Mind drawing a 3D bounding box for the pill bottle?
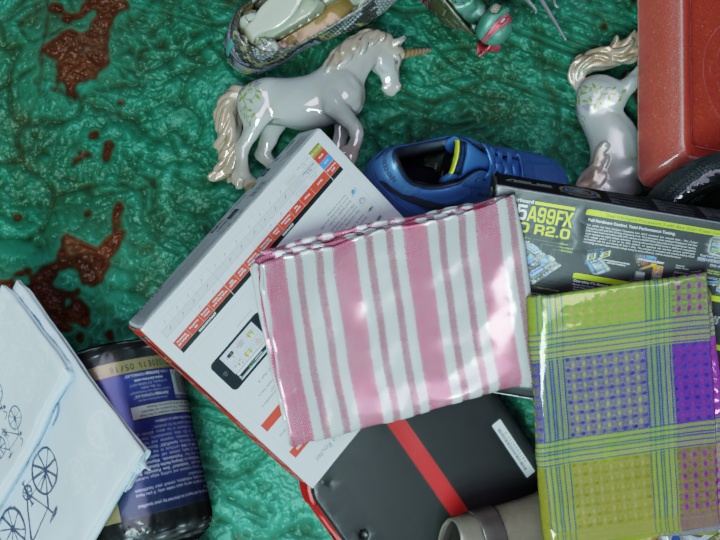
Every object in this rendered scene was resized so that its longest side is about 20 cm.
[{"bbox_3d":[-0.180,0.163,0.887,0.111,0.112,0.202,-14,80,-3],"label":"pill bottle"}]

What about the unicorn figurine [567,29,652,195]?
[{"bbox_3d":[0.230,-0.105,0.968,0.136,0.074,0.202,-14,64,-2],"label":"unicorn figurine"}]

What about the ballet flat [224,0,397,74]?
[{"bbox_3d":[-0.032,-0.240,0.985,0.199,0.072,0.072,-32,81,-6],"label":"ballet flat"}]

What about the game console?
[{"bbox_3d":[0.065,0.187,0.905,0.176,0.031,0.201,-37,99,-12],"label":"game console"}]

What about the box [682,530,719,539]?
[{"bbox_3d":[0.326,0.142,0.933,0.198,0.038,0.138,-15,80,-3],"label":"box"}]

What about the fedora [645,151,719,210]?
[{"bbox_3d":[0.298,-0.004,0.901,0.198,0.092,0.203,1,107,4],"label":"fedora"}]

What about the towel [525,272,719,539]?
[{"bbox_3d":[0.194,0.108,0.817,0.142,0.023,0.202,-8,99,-2],"label":"towel"}]

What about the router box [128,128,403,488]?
[{"bbox_3d":[-0.042,0.028,0.845,0.180,0.049,0.200,46,75,-17],"label":"router box"}]

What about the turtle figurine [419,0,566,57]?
[{"bbox_3d":[0.090,-0.263,0.960,0.101,0.150,0.200,-41,80,8],"label":"turtle figurine"}]

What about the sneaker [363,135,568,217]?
[{"bbox_3d":[0.098,-0.076,0.927,0.198,0.078,0.067,-2,69,-24],"label":"sneaker"}]

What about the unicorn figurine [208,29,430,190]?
[{"bbox_3d":[-0.035,-0.135,0.955,0.197,0.074,0.139,-1,78,1],"label":"unicorn figurine"}]

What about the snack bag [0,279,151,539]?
[{"bbox_3d":[-0.256,0.142,0.862,0.200,0.021,0.189,45,115,27],"label":"snack bag"}]

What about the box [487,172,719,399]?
[{"bbox_3d":[0.183,0.023,0.845,0.198,0.044,0.162,9,106,1],"label":"box"}]

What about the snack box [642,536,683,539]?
[{"bbox_3d":[0.223,0.217,0.904,0.024,0.072,0.202,-8,76,-46],"label":"snack box"}]

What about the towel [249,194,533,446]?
[{"bbox_3d":[0.030,0.037,0.798,0.198,0.030,0.148,-13,105,-7],"label":"towel"}]

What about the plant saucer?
[{"bbox_3d":[0.328,-0.159,0.953,0.197,0.037,0.202,8,77,-21],"label":"plant saucer"}]

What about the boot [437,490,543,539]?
[{"bbox_3d":[0.131,0.199,0.861,0.145,0.070,0.202,7,98,-27],"label":"boot"}]
